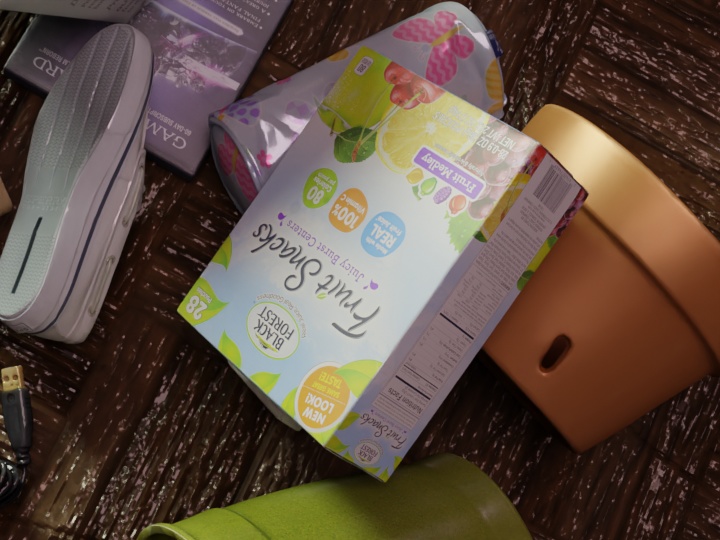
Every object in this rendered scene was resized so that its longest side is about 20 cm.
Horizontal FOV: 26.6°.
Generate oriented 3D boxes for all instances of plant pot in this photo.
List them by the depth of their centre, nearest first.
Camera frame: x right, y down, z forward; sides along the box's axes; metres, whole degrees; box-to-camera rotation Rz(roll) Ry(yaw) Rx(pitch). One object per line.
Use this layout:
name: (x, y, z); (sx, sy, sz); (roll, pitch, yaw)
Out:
plant pot: (0.000, 0.203, 0.882); (0.191, 0.200, 0.202); (-22, 82, -29)
plant pot: (0.136, 0.016, 0.953); (0.140, 0.200, 0.200); (-43, 89, -2)

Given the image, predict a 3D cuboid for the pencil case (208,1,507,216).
pencil case: (-0.001, -0.099, 0.996); (0.198, 0.083, 0.092); (-27, 99, -18)

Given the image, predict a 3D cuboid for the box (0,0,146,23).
box: (-0.178, -0.287, 0.901); (0.200, 0.171, 0.199); (-45, 80, 19)

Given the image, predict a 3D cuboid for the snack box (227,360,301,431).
snack box: (0.000, 0.000, 0.947); (0.201, 0.072, 0.024); (-52, 132, 2)

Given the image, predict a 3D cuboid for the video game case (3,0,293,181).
video game case: (-0.127, -0.179, 1.019); (0.142, 0.019, 0.202); (29, 73, -5)

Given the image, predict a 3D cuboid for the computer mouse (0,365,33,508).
computer mouse: (-0.273, 0.061, 0.913); (0.139, 0.046, 0.203); (-12, 80, -14)

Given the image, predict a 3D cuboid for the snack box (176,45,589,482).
snack box: (0.008, -0.009, 0.881); (0.067, 0.168, 0.201); (34, 91, -45)

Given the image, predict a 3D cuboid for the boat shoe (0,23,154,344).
boat shoe: (-0.171, -0.052, 0.957); (0.067, 0.073, 0.202); (32, 77, -50)

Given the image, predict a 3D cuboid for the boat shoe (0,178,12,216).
boat shoe: (-0.263, -0.122, 0.950); (0.068, 0.074, 0.203); (-12, 89, -18)
